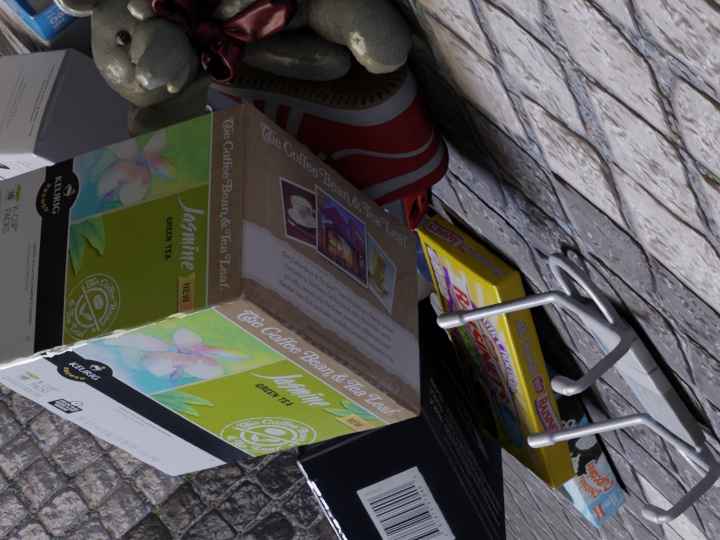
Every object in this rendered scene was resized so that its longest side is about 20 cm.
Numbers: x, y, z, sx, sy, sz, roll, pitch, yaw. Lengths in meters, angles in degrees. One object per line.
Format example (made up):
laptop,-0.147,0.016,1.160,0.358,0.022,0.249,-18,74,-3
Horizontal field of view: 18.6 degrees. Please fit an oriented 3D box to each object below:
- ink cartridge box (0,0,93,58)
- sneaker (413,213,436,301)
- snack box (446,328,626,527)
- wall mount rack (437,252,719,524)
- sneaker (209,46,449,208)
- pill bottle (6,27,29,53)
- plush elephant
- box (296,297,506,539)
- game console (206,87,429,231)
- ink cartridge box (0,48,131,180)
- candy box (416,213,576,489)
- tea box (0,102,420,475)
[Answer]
ink cartridge box,-0.205,-0.236,1.574,0.147,0.145,0.200,46,173,14
sneaker,0.000,0.000,1.685,0.081,0.115,0.199,52,172,-15
snack box,0.140,0.115,1.740,0.116,0.037,0.200,44,171,37
wall mount rack,0.140,0.075,1.386,0.200,0.075,0.174,54,172,-26
sneaker,-0.028,-0.103,1.401,0.200,0.071,0.113,24,157,42
pill bottle,-0.279,-0.262,1.992,0.200,0.120,0.120,50,173,-5
plush elephant,-0.095,-0.153,1.293,0.165,0.155,0.200,52,172,-19
box,0.034,0.134,1.661,0.148,0.104,0.200,62,-167,-20
game console,-0.037,-0.089,1.534,0.177,0.031,0.200,27,171,8
ink cartridge box,-0.217,-0.090,1.584,0.146,0.086,0.200,27,163,-36
candy box,0.099,0.060,1.588,0.102,0.026,0.200,35,152,48
tea box,-0.094,0.018,1.349,0.200,0.196,0.134,35,-134,-49
